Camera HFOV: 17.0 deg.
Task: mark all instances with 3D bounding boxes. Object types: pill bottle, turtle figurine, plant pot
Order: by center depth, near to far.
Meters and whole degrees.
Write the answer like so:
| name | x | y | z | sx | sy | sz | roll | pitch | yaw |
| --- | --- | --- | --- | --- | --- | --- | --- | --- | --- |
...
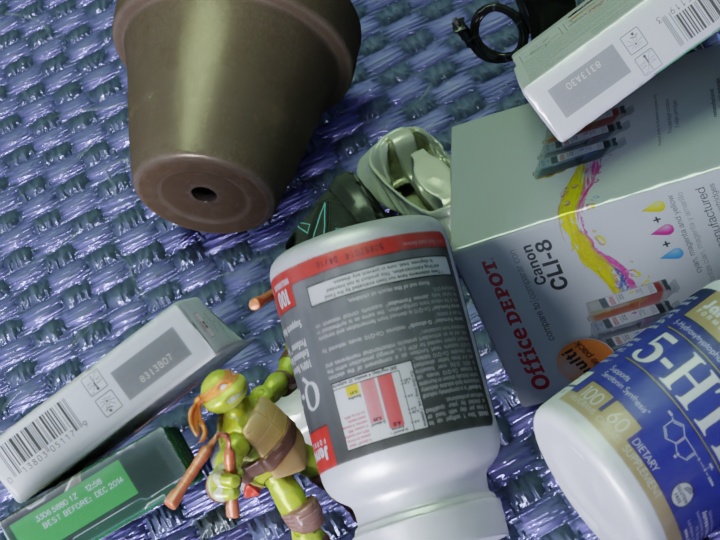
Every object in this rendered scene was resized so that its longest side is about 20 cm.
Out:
| name | x | y | z | sx | sy | sz | roll | pitch | yaw |
| --- | --- | --- | --- | --- | --- | --- | --- | --- | --- |
| pill bottle | 0.213 | 0.076 | 1.431 | 0.199 | 0.120 | 0.120 | -35 | 35 | -12 |
| pill bottle | 0.021 | 0.077 | 1.478 | 0.115 | 0.202 | 0.116 | -14 | -10 | -3 |
| turtle figurine | -0.056 | 0.121 | 1.511 | 0.064 | 0.162 | 0.201 | -25 | 25 | 34 |
| plant pot | -0.107 | -0.132 | 1.880 | 0.199 | 0.200 | 0.176 | -7 | 55 | 26 |

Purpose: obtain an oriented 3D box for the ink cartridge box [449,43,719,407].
| name | x | y | z | sx | sy | sz | roll | pitch | yaw |
| --- | --- | --- | --- | --- | --- | --- | --- | --- | --- |
| ink cartridge box | 0.171 | -0.028 | 1.573 | 0.198 | 0.146 | 0.145 | -17 | 35 | 16 |

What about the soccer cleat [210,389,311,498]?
| name | x | y | z | sx | sy | sz | roll | pitch | yaw |
| --- | --- | --- | --- | --- | --- | --- | --- | --- | --- |
| soccer cleat | -0.011 | 0.087 | 1.616 | 0.199 | 0.070 | 0.078 | -21 | 31 | 13 |

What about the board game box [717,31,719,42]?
| name | x | y | z | sx | sy | sz | roll | pitch | yaw |
| --- | --- | --- | --- | --- | --- | --- | --- | --- | --- |
| board game box | 0.320 | -0.051 | 1.457 | 0.043 | 0.200 | 0.200 | -38 | 35 | -16 |

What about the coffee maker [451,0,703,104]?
| name | x | y | z | sx | sy | sz | roll | pitch | yaw |
| --- | --- | --- | --- | --- | --- | --- | --- | --- | --- |
| coffee maker | 0.171 | -0.149 | 1.773 | 0.192 | 0.135 | 0.201 | -38 | 26 | 27 |

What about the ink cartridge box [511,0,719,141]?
| name | x | y | z | sx | sy | sz | roll | pitch | yaw |
| --- | --- | --- | --- | --- | --- | --- | --- | --- | --- |
| ink cartridge box | 0.175 | -0.159 | 1.562 | 0.160 | 0.050 | 0.200 | -36 | 7 | 7 |

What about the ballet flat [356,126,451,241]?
| name | x | y | z | sx | sy | sz | roll | pitch | yaw |
| --- | --- | --- | --- | --- | --- | --- | --- | --- | --- |
| ballet flat | 0.047 | -0.069 | 1.781 | 0.069 | 0.070 | 0.200 | -31 | 34 | -6 |

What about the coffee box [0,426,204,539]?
| name | x | y | z | sx | sy | sz | roll | pitch | yaw |
| --- | --- | --- | --- | --- | --- | --- | --- | --- | --- |
| coffee box | -0.165 | 0.147 | 1.564 | 0.122 | 0.044 | 0.200 | -30 | -3 | -2 |

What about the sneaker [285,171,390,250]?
| name | x | y | z | sx | sy | sz | roll | pitch | yaw |
| --- | --- | --- | --- | --- | --- | --- | --- | --- | --- |
| sneaker | 0.000 | 0.000 | 1.730 | 0.079 | 0.076 | 0.200 | -37 | 25 | 2 |

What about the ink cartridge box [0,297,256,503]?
| name | x | y | z | sx | sy | sz | roll | pitch | yaw |
| --- | --- | --- | --- | --- | --- | --- | --- | --- | --- |
| ink cartridge box | -0.156 | 0.081 | 1.601 | 0.162 | 0.057 | 0.200 | -38 | 2 | 5 |
